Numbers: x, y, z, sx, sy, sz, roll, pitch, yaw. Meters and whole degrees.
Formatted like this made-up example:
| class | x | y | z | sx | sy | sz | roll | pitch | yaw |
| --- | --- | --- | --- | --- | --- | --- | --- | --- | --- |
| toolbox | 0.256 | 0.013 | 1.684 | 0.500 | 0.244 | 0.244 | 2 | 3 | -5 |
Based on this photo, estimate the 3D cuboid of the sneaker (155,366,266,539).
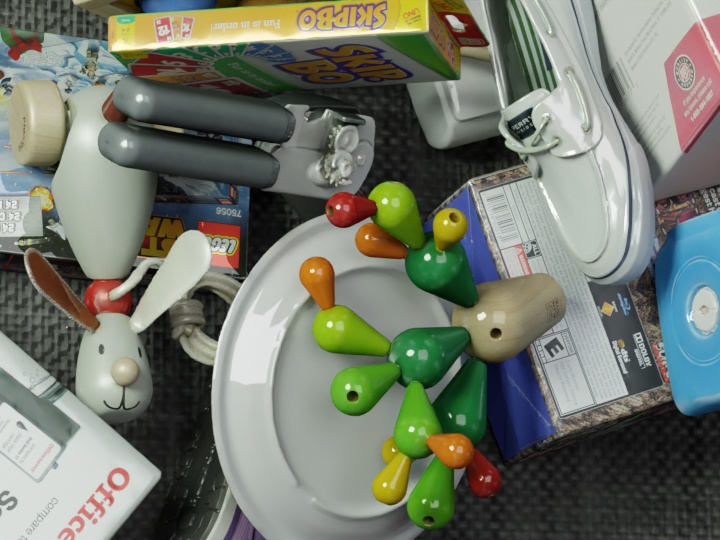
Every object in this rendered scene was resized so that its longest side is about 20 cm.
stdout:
| class | x | y | z | sx | sy | sz | roll | pitch | yaw |
| --- | --- | --- | --- | --- | --- | --- | --- | --- | --- |
| sneaker | -0.045 | 0.095 | 1.650 | 0.087 | 0.076 | 0.200 | 33 | 67 | -28 |

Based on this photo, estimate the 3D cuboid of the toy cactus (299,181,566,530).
| class | x | y | z | sx | sy | sz | roll | pitch | yaw |
| --- | --- | --- | --- | --- | --- | --- | --- | --- | --- |
| toy cactus | 0.052 | 0.037 | 1.565 | 0.165 | 0.102 | 0.201 | -23 | 102 | -39 |

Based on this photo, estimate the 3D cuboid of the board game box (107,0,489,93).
| class | x | y | z | sx | sy | sz | roll | pitch | yaw |
| --- | --- | --- | --- | --- | --- | --- | --- | --- | --- |
| board game box | -0.032 | -0.125 | 1.599 | 0.199 | 0.096 | 0.030 | -5 | 77 | 12 |

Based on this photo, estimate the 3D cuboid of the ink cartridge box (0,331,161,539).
| class | x | y | z | sx | sy | sz | roll | pitch | yaw |
| --- | --- | --- | --- | --- | --- | --- | --- | --- | --- |
| ink cartridge box | -0.231 | 0.107 | 1.569 | 0.200 | 0.083 | 0.147 | 41 | 69 | -4 |

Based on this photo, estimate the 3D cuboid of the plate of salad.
| class | x | y | z | sx | sy | sz | roll | pitch | yaw |
| --- | --- | --- | --- | --- | --- | --- | --- | --- | --- |
| plate of salad | -0.010 | 0.066 | 1.603 | 0.200 | 0.048 | 0.201 | -4 | 95 | -41 |

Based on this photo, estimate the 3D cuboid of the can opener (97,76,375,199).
| class | x | y | z | sx | sy | sz | roll | pitch | yaw |
| --- | --- | --- | --- | --- | --- | --- | --- | --- | --- |
| can opener | -0.067 | -0.073 | 1.581 | 0.200 | 0.066 | 0.053 | 4 | 108 | -49 |

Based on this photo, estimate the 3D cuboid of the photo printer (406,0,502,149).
| class | x | y | z | sx | sy | sz | roll | pitch | yaw |
| --- | --- | --- | --- | --- | --- | --- | --- | --- | --- |
| photo printer | 0.113 | -0.175 | 1.760 | 0.199 | 0.069 | 0.167 | -15 | 81 | -20 |

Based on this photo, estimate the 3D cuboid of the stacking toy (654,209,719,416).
| class | x | y | z | sx | sy | sz | roll | pitch | yaw |
| --- | --- | --- | --- | --- | --- | --- | --- | --- | --- |
| stacking toy | 0.277 | 0.020 | 1.649 | 0.199 | 0.116 | 0.110 | -1 | 79 | -30 |

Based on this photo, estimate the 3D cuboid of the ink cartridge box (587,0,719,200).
| class | x | y | z | sx | sy | sz | roll | pitch | yaw |
| --- | --- | --- | --- | --- | --- | --- | --- | --- | --- |
| ink cartridge box | 0.180 | -0.163 | 1.644 | 0.083 | 0.147 | 0.200 | -14 | 70 | -22 |

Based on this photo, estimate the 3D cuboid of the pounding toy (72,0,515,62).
| class | x | y | z | sx | sy | sz | roll | pitch | yaw |
| --- | --- | --- | --- | --- | --- | --- | --- | --- | --- |
| pounding toy | -0.041 | -0.182 | 1.640 | 0.184 | 0.200 | 0.143 | -15 | 75 | 24 |

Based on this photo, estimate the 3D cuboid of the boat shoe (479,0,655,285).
| class | x | y | z | sx | sy | sz | roll | pitch | yaw |
| --- | --- | --- | --- | --- | --- | --- | --- | --- | --- |
| boat shoe | 0.107 | -0.085 | 1.624 | 0.067 | 0.074 | 0.201 | 2 | 63 | -41 |

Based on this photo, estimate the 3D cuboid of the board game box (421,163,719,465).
| class | x | y | z | sx | sy | sz | roll | pitch | yaw |
| --- | --- | --- | --- | --- | --- | --- | --- | --- | --- |
| board game box | 0.162 | 0.007 | 1.712 | 0.199 | 0.097 | 0.160 | -16 | 81 | -21 |

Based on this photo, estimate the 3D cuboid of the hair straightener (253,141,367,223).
| class | x | y | z | sx | sy | sz | roll | pitch | yaw |
| --- | --- | --- | --- | --- | --- | --- | --- | --- | --- |
| hair straightener | 0.000 | 0.000 | 1.675 | 0.041 | 0.077 | 0.200 | -29 | 98 | 13 |

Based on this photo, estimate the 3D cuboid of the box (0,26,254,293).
| class | x | y | z | sx | sy | sz | roll | pitch | yaw |
| --- | --- | --- | --- | --- | --- | --- | --- | --- | --- |
| box | -0.163 | -0.065 | 1.660 | 0.199 | 0.040 | 0.137 | 7 | 73 | -16 |

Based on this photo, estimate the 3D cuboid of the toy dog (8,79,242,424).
| class | x | y | z | sx | sy | sz | roll | pitch | yaw |
| --- | --- | --- | --- | --- | --- | --- | --- | --- | --- |
| toy dog | -0.133 | -0.026 | 1.586 | 0.132 | 0.096 | 0.200 | -24 | 84 | -21 |
